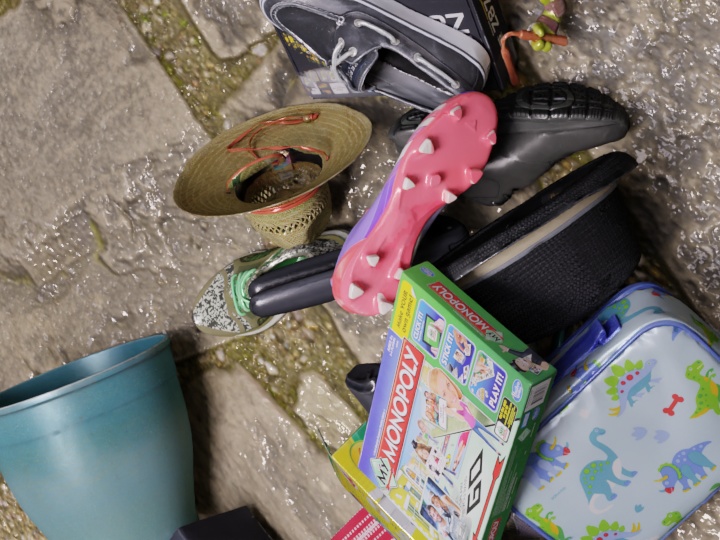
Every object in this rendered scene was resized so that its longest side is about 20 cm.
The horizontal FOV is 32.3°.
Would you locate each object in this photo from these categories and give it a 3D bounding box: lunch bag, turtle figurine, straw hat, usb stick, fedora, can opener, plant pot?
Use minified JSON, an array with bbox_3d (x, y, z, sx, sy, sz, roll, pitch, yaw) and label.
[{"bbox_3d":[0.197,0.117,0.938,0.160,0.083,0.200,37,107,-20],"label":"lunch bag"},{"bbox_3d":[0.172,-0.243,0.980,0.160,0.065,0.201,2,123,15],"label":"turtle figurine"},{"bbox_3d":[-0.066,-0.068,1.114,0.200,0.201,0.086,0,125,30],"label":"straw hat"},{"bbox_3d":[0.055,0.154,1.038,0.055,0.033,0.200,4,136,55],"label":"usb stick"},{"bbox_3d":[0.140,-0.004,0.950,0.200,0.200,0.092,-33,92,28],"label":"fedora"},{"bbox_3d":[0.000,0.000,1.055,0.198,0.063,0.079,-16,108,-6],"label":"can opener"},{"bbox_3d":[-0.247,0.185,1.199,0.199,0.200,0.189,-16,96,30],"label":"plant pot"}]

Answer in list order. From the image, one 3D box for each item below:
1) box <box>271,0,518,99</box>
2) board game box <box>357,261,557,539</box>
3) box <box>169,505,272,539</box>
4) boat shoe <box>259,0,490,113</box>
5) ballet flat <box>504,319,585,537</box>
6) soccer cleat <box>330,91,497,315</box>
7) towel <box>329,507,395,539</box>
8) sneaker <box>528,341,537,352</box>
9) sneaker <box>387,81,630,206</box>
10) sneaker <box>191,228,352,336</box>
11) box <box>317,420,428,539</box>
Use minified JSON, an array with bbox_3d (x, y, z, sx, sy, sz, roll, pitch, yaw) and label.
[{"bbox_3d":[0.016,-0.223,1.047,0.199,0.162,0.049,3,51,30],"label":"box"},{"bbox_3d":[0.064,0.112,0.911,0.134,0.029,0.201,40,136,34],"label":"board game box"},{"bbox_3d":[-0.133,0.363,1.173,0.182,0.104,0.201,46,116,24],"label":"box"},{"bbox_3d":[0.004,-0.178,1.008,0.199,0.068,0.072,24,146,1],"label":"boat shoe"},{"bbox_3d":[0.168,0.129,1.024,0.072,0.072,0.202,22,103,28],"label":"ballet flat"},{"bbox_3d":[0.037,-0.056,0.987,0.201,0.066,0.076,-60,25,3],"label":"soccer cleat"},{"bbox_3d":[0.039,0.318,1.127,0.145,0.022,0.200,-48,67,25],"label":"towel"},{"bbox_3d":[0.080,0.062,1.065,0.199,0.079,0.131,-7,60,57],"label":"sneaker"},{"bbox_3d":[0.126,-0.101,1.034,0.198,0.076,0.091,-5,116,22],"label":"sneaker"},{"bbox_3d":[-0.090,0.011,1.149,0.199,0.088,0.077,-23,80,29],"label":"sneaker"},{"bbox_3d":[0.044,0.206,1.054,0.200,0.117,0.048,41,76,17],"label":"box"}]
